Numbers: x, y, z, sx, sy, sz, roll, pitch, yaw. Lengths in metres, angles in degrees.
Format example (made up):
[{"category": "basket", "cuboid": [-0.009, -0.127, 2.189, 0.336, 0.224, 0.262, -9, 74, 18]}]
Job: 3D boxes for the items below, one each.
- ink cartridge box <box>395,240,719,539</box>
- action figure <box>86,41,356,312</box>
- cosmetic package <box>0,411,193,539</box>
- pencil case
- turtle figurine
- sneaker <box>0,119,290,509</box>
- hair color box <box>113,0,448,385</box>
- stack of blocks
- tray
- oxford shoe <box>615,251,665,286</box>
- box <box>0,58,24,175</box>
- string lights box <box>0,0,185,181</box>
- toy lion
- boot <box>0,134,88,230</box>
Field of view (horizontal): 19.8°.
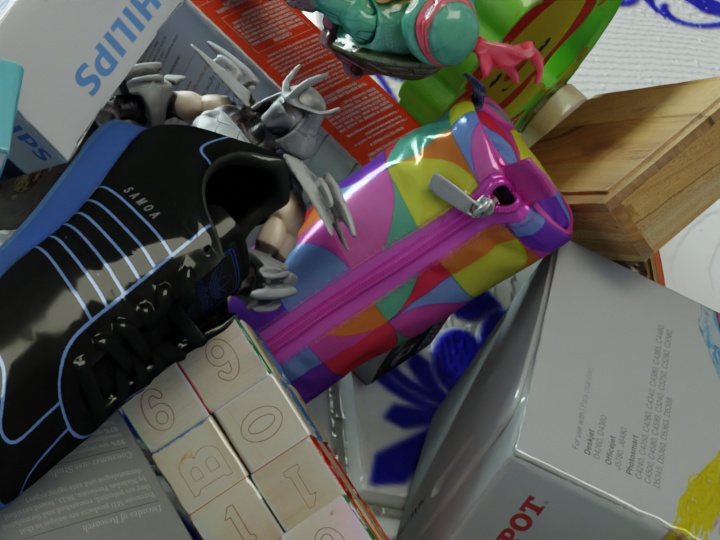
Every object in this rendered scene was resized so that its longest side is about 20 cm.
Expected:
[{"category": "ink cartridge box", "cuboid": [0.133, 0.115, 0.929, 0.199, 0.147, 0.146, 26, 42, -7]}, {"category": "action figure", "cuboid": [-0.087, -0.017, 0.888, 0.130, 0.200, 0.069, 56, 11, 32]}, {"category": "cosmetic package", "cuboid": [-0.104, 0.151, 0.786, 0.090, 0.107, 0.200, -15, 61, -38]}, {"category": "pencil case", "cuboid": [0.000, 0.000, 0.921, 0.088, 0.200, 0.088, 49, 17, -21]}, {"category": "turtle figurine", "cuboid": [0.011, -0.136, 0.934, 0.149, 0.101, 0.200, -1, 16, -28]}, {"category": "sneaker", "cuboid": [-0.091, 0.013, 0.773, 0.078, 0.070, 0.200, 7, 45, 19]}, {"category": "hair color box", "cuboid": [-0.029, -0.051, 1.028, 0.200, 0.102, 0.061, 45, 41, 13]}, {"category": "stack of blocks", "cuboid": [-0.018, 0.118, 0.823, 0.058, 0.115, 0.200, -33, 82, -1]}, {"category": "tray", "cuboid": [0.124, -0.050, 1.000, 0.099, 0.200, 0.037, -39, 100, -12]}, {"category": "oxford shoe", "cuboid": [0.119, 0.016, 1.077, 0.072, 0.071, 0.200, -8, 47, -19]}, {"category": "box", "cuboid": [-0.199, -0.006, 0.808, 0.082, 0.200, 0.049, 14, 45, -17]}, {"category": "string lights box", "cuboid": [-0.168, -0.085, 0.888, 0.059, 0.200, 0.103, 46, 58, -24]}, {"category": "toy lion", "cuboid": [0.080, -0.115, 1.084, 0.069, 0.192, 0.200, 43, 42, 11]}, {"category": "boot", "cuboid": [-0.126, -0.133, 0.991, 0.064, 0.187, 0.200, 24, 39, -15]}]
